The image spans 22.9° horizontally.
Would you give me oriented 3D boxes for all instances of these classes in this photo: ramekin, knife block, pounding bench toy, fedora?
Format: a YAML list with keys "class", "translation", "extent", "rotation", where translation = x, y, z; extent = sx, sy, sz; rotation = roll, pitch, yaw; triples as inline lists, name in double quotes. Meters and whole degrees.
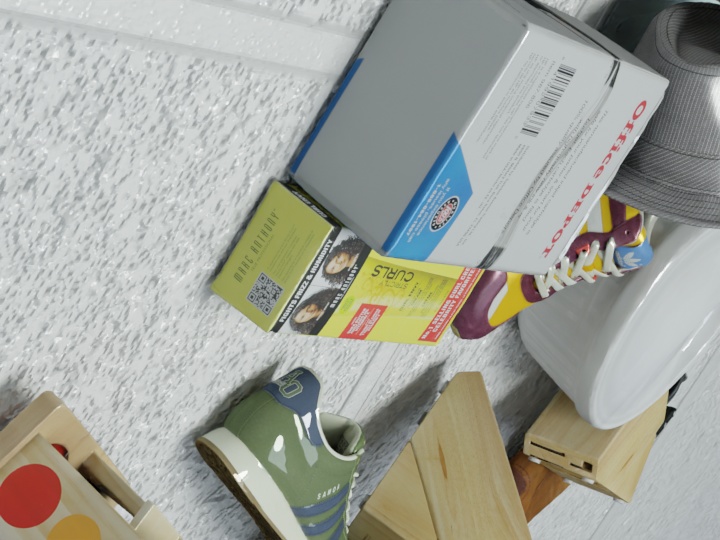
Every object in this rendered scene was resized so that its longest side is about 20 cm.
- class: "ramekin"
  translation: [0.203, 0.012, 1.322]
  extent: [0.202, 0.094, 0.203]
  rotation: [-37, 150, -26]
- class: "knife block"
  translation: [0.210, 0.092, 1.434]
  extent: [0.176, 0.064, 0.200]
  rotation: [-69, 156, -7]
- class: "pounding bench toy"
  translation: [-0.172, 0.188, 0.883]
  extent: [0.200, 0.156, 0.124]
  rotation: [-44, 154, -13]
- class: "fedora"
  translation: [0.224, -0.112, 1.118]
  extent: [0.200, 0.177, 0.091]
  rotation: [-25, 133, -43]
- class: "knife block"
  translation: [0.084, 0.192, 1.209]
  extent: [0.200, 0.175, 0.064]
  rotation: [-52, 175, -38]

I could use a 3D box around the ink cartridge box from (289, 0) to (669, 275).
- class: "ink cartridge box"
  translation: [0.073, -0.081, 1.007]
  extent: [0.145, 0.084, 0.200]
  rotation: [-58, 152, 15]

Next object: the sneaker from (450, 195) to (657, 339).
- class: "sneaker"
  translation: [0.144, -0.019, 1.192]
  extent: [0.200, 0.090, 0.075]
  rotation: [-49, 154, -5]

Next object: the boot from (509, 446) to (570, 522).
- class: "boot"
  translation: [0.131, 0.165, 1.440]
  extent: [0.200, 0.068, 0.189]
  rotation: [-37, 143, -35]

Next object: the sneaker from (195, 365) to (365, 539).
- class: "sneaker"
  translation: [-0.026, 0.136, 1.123]
  extent: [0.090, 0.067, 0.200]
  rotation: [-45, 139, -14]

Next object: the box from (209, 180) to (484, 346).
- class: "box"
  translation: [0.000, 0.000, 1.034]
  extent: [0.075, 0.050, 0.200]
  rotation: [-58, 153, 12]

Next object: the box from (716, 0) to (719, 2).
- class: "box"
  translation: [0.312, -0.264, 1.110]
  extent: [0.192, 0.122, 0.201]
  rotation: [-18, 139, -47]
